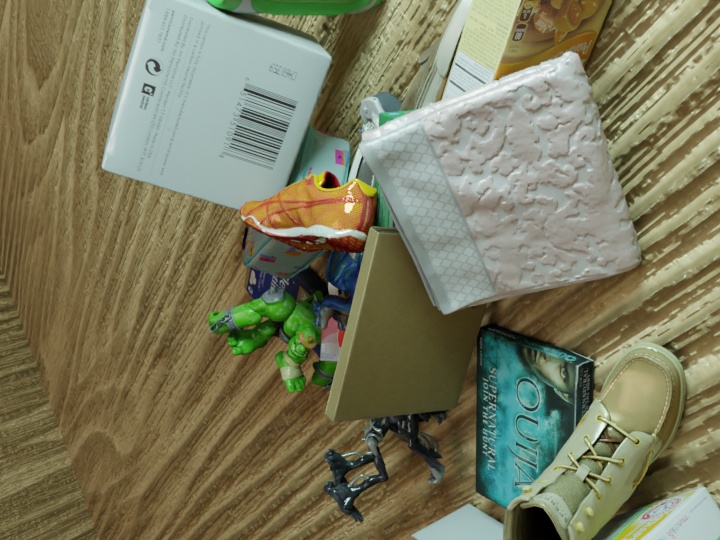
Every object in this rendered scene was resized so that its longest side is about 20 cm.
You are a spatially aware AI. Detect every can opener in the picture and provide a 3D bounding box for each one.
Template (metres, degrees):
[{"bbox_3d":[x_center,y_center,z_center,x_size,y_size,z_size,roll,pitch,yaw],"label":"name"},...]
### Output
[{"bbox_3d":[0.055,-0.105,0.851,0.200,0.066,0.053,67,161,-2],"label":"can opener"}]

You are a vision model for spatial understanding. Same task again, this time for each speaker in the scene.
[{"bbox_3d":[-0.066,-0.316,0.815,0.088,0.200,0.089,22,118,48],"label":"speaker"}]

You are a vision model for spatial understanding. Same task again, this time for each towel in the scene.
[{"bbox_3d":[0.120,-0.060,0.655,0.191,0.032,0.200,-17,120,20],"label":"towel"}]

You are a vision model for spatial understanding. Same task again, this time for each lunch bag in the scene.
[{"bbox_3d":[-0.085,-0.085,0.974,0.200,0.077,0.161,-32,45,60],"label":"lunch bag"}]

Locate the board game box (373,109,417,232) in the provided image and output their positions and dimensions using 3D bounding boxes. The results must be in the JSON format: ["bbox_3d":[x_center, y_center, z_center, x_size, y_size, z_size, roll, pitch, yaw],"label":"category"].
[{"bbox_3d":[0.074,-0.062,0.772,0.029,0.135,0.200,31,126,48],"label":"board game box"}]

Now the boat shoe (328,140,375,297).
[{"bbox_3d":[0.008,-0.060,0.927,0.059,0.072,0.200,13,103,8],"label":"boat shoe"}]

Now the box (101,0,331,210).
[{"bbox_3d":[-0.163,-0.192,0.863,0.131,0.200,0.199,-116,45,-62],"label":"box"}]

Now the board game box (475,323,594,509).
[{"bbox_3d":[0.177,0.168,0.804,0.135,0.028,0.200,18,116,51],"label":"board game box"}]

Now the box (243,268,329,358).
[{"bbox_3d":[-0.107,0.034,1.142,0.200,0.032,0.121,44,134,35],"label":"box"}]

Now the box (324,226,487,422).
[{"bbox_3d":[0.056,0.055,0.775,0.021,0.163,0.200,37,119,50],"label":"box"}]

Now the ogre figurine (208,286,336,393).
[{"bbox_3d":[-0.095,0.087,1.048,0.200,0.098,0.120,42,123,-6],"label":"ogre figurine"}]

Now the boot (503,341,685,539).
[{"bbox_3d":[0.196,0.164,0.653,0.073,0.155,0.200,35,120,29],"label":"boot"}]

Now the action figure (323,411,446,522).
[{"bbox_3d":[0.047,0.204,0.934,0.200,0.102,0.119,-46,24,9],"label":"action figure"}]

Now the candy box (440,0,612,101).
[{"bbox_3d":[0.137,-0.178,0.661,0.055,0.115,0.200,46,135,36],"label":"candy box"}]

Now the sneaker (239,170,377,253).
[{"bbox_3d":[-0.052,-0.061,0.788,0.200,0.073,0.077,6,77,46],"label":"sneaker"}]

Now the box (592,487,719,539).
[{"bbox_3d":[0.223,0.276,0.630,0.101,0.200,0.112,61,141,13],"label":"box"}]

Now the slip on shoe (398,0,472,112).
[{"bbox_3d":[0.086,-0.205,0.763,0.061,0.076,0.200,46,143,26],"label":"slip on shoe"}]

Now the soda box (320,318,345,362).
[{"bbox_3d":[0.030,0.082,0.931,0.200,0.063,0.070,-5,81,55],"label":"soda box"}]

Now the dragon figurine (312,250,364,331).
[{"bbox_3d":[0.000,0.000,0.860,0.099,0.059,0.200,34,124,35],"label":"dragon figurine"}]

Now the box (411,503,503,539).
[{"bbox_3d":[0.157,0.368,0.843,0.200,0.097,0.125,18,116,50],"label":"box"}]
